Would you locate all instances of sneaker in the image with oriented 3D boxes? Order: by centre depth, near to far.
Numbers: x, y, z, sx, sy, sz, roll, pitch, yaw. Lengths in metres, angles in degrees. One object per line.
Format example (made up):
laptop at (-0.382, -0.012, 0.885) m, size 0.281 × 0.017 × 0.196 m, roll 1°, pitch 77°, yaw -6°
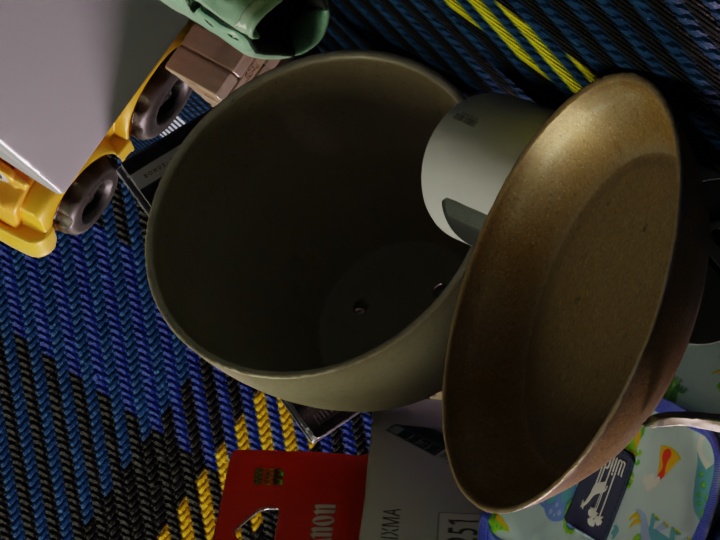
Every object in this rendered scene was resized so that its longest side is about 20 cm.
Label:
sneaker at (-0.092, -0.168, 1.430) m, size 0.200 × 0.074 × 0.118 m, roll 25°, pitch -170°, yaw -48°

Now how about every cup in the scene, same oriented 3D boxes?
cup at (0.000, 0.000, 1.625) m, size 0.200 × 0.200 × 0.143 m, roll 31°, pitch 167°, yaw 34°

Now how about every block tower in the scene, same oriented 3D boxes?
block tower at (-0.041, -0.098, 1.924) m, size 0.058 × 0.054 × 0.200 m, roll 32°, pitch 175°, yaw 40°

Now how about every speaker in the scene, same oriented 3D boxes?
speaker at (0.113, -0.028, 1.405) m, size 0.081 × 0.081 × 0.200 m, roll 38°, pitch 174°, yaw -33°

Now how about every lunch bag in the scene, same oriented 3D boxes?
lunch bag at (0.169, 0.095, 1.454) m, size 0.127 × 0.200 × 0.170 m, roll 51°, pitch 168°, yaw -31°

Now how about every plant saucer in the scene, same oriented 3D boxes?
plant saucer at (0.099, 0.014, 1.278) m, size 0.035 × 0.200 × 0.200 m, roll 19°, pitch -179°, yaw -22°

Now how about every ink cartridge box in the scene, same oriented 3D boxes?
ink cartridge box at (0.007, 0.129, 1.594) m, size 0.173 × 0.044 × 0.200 m, roll 3°, pitch -156°, yaw 2°

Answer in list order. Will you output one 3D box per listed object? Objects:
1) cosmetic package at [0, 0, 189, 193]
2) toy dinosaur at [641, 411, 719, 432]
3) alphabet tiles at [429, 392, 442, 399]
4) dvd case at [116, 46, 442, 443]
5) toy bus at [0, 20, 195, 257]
cosmetic package at (-0.229, -0.181, 1.699) m, size 0.200 × 0.167 × 0.166 m, roll 33°, pitch 174°, yaw 31°
toy dinosaur at (0.210, 0.038, 1.259) m, size 0.200 × 0.088 × 0.047 m, roll -12°, pitch -108°, yaw -50°
alphabet tiles at (0.090, 0.097, 1.806) m, size 0.200 × 0.008 × 0.167 m, roll 60°, pitch 143°, yaw 12°
dvd case at (-0.028, -0.017, 1.736) m, size 0.200 × 0.149 × 0.016 m, roll 54°, pitch 157°, yaw 7°
toy bus at (-0.204, -0.132, 1.903) m, size 0.136 × 0.200 × 0.192 m, roll 33°, pitch 167°, yaw 11°
